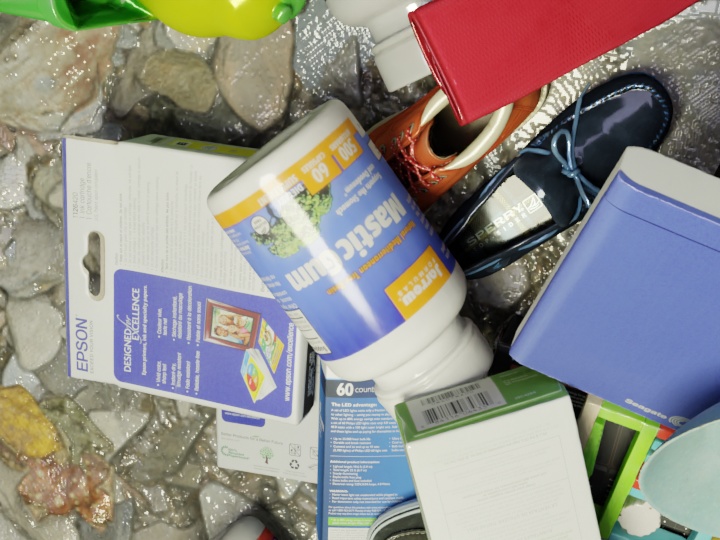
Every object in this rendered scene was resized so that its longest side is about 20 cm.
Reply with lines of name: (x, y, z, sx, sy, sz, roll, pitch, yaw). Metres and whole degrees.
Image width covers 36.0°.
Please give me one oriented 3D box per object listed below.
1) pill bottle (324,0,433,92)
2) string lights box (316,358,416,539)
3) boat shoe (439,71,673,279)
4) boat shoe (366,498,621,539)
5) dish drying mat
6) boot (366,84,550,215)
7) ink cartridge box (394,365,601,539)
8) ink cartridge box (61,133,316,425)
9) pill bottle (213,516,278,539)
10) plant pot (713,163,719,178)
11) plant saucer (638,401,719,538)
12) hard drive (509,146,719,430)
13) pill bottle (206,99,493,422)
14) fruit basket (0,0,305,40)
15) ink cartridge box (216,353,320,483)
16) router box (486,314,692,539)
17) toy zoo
pill bottle: (0.019, -0.227, 0.721, 0.119, 0.120, 0.202, -21, 98, 22)
string lights box: (0.019, 0.134, 0.841, 0.101, 0.059, 0.202, 0, 107, -6)
boat shoe: (0.134, -0.051, 0.761, 0.084, 0.069, 0.200, 44, 113, 2)
boat shoe: (0.096, 0.205, 0.777, 0.198, 0.071, 0.073, 1, 104, 16)
dish drying mat: (0.128, -0.166, 0.695, 0.199, 0.018, 0.077, -29, 97, -15)
boot: (0.038, -0.079, 0.766, 0.200, 0.107, 0.075, -41, 92, 25)
ink cartridge box: (0.096, 0.169, 0.702, 0.103, 0.059, 0.202, -16, 108, -2)
ink cartridge box: (-0.126, 0.002, 0.836, 0.198, 0.047, 0.200, 11, 111, 16)
pill bottle: (-0.063, 0.308, 0.907, 0.200, 0.112, 0.112, 46, 114, 0)
plant pot: (0.287, -0.008, 0.642, 0.198, 0.179, 0.200, 19, 152, 13)
plant saucer: (0.250, 0.098, 0.593, 0.198, 0.039, 0.202, 4, 148, 3)
hard drive: (0.164, 0.022, 0.577, 0.131, 0.026, 0.200, 23, 152, 4)
pill bottle: (0.000, 0.000, 0.725, 0.112, 0.112, 0.201, -32, 102, 23)
fruit basket: (-0.128, -0.224, 0.725, 0.213, 0.216, 0.157, -4, 104, 19)
ink cartridge box: (-0.065, 0.066, 0.878, 0.098, 0.039, 0.202, 7, 109, 16)
router box: (0.180, 0.134, 0.802, 0.198, 0.062, 0.151, 16, 112, 13)
toy zoo: (0.228, 0.152, 0.717, 0.198, 0.021, 0.132, 19, 136, 12)
